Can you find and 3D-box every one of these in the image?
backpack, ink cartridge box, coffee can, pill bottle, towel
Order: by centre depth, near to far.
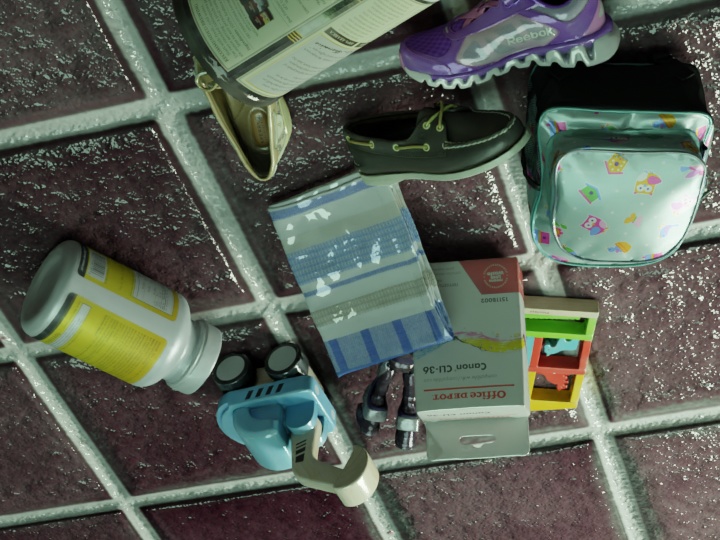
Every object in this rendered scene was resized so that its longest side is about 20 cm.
[{"bbox_3d":[-0.040,-0.249,1.455,0.200,0.147,0.146,-27,129,29],"label":"coffee can"},{"bbox_3d":[0.241,-0.089,1.610,0.175,0.153,0.200,-1,140,-1],"label":"backpack"},{"bbox_3d":[0.000,0.000,1.738,0.147,0.024,0.200,-18,98,23],"label":"towel"},{"bbox_3d":[0.115,0.093,1.773,0.116,0.200,0.068,-5,165,9],"label":"ink cartridge box"},{"bbox_3d":[-0.254,0.057,1.827,0.200,0.112,0.112,29,132,-24],"label":"pill bottle"}]

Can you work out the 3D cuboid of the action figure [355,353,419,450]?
[{"bbox_3d":[0.044,0.102,1.893,0.130,0.069,0.200,13,126,-1],"label":"action figure"}]

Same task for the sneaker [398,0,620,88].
[{"bbox_3d":[0.130,-0.225,1.529,0.200,0.081,0.089,-10,129,7],"label":"sneaker"}]

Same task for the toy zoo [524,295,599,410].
[{"bbox_3d":[0.189,0.102,1.913,0.131,0.020,0.200,3,138,0],"label":"toy zoo"}]

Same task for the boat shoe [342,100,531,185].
[{"bbox_3d":[0.067,-0.125,1.607,0.201,0.072,0.061,-7,125,40],"label":"boat shoe"}]

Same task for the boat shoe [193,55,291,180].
[{"bbox_3d":[-0.112,-0.173,1.603,0.073,0.063,0.200,-11,135,16],"label":"boat shoe"}]

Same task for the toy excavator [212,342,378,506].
[{"bbox_3d":[-0.071,0.185,1.889,0.194,0.200,0.100,-13,136,17],"label":"toy excavator"}]
